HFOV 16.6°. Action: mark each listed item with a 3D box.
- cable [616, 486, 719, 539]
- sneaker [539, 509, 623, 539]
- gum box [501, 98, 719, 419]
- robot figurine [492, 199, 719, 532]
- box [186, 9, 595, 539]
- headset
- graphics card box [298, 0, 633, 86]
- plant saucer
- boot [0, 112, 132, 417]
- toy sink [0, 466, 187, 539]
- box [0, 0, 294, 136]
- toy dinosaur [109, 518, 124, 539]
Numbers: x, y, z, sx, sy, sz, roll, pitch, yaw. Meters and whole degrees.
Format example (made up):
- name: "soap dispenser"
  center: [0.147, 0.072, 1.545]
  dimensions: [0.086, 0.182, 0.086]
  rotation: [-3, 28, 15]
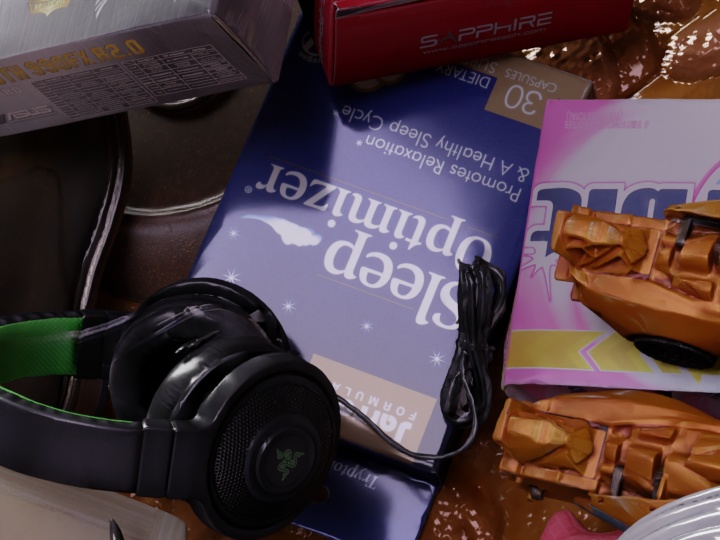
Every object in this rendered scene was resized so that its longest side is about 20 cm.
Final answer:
- name: "cable"
  center: [0.155, 0.146, 0.749]
  dimensions: [0.200, 0.200, 0.069]
  rotation: [-18, 36, 35]
- name: "sneaker"
  center: [0.144, 0.104, 0.840]
  dimensions: [0.200, 0.074, 0.087]
  rotation: [-10, 62, 19]
- name: "gum box"
  center: [0.150, 0.002, 0.885]
  dimensions: [0.200, 0.066, 0.114]
  rotation: [2, 67, 23]
- name: "robot figurine"
  center: [0.150, 0.042, 0.793]
  dimensions: [0.200, 0.058, 0.145]
  rotation: [9, 74, 26]
- name: "box"
  center: [0.000, 0.000, 0.952]
  dimensions: [0.121, 0.032, 0.200]
  rotation: [20, 78, 12]
- name: "headset"
  center: [-0.046, 0.034, 0.874]
  dimensions: [0.124, 0.200, 0.094]
  rotation: [-134, 51, -65]
- name: "graphics card box"
  center: [0.020, -0.167, 0.988]
  dimensions: [0.125, 0.051, 0.200]
  rotation: [-12, 53, -11]
- name: "plant saucer"
  center: [-0.069, -0.084, 1.039]
  dimensions: [0.200, 0.034, 0.201]
  rotation: [-9, 65, 19]
- name: "boot"
  center: [-0.148, -0.028, 0.976]
  dimensions: [0.075, 0.097, 0.200]
  rotation: [-6, 82, 36]
- name: "toy sink"
  center: [-0.158, 0.171, 0.883]
  dimensions: [0.130, 0.112, 0.200]
  rotation: [-25, 46, 66]
- name: "box"
  center: [-0.112, -0.133, 0.951]
  dimensions: [0.200, 0.048, 0.159]
  rotation: [-8, 57, 31]
- name: "toy dinosaur"
  center: [-0.012, 0.138, 0.798]
  dimensions: [0.077, 0.102, 0.200]
  rotation: [-35, 68, -4]
